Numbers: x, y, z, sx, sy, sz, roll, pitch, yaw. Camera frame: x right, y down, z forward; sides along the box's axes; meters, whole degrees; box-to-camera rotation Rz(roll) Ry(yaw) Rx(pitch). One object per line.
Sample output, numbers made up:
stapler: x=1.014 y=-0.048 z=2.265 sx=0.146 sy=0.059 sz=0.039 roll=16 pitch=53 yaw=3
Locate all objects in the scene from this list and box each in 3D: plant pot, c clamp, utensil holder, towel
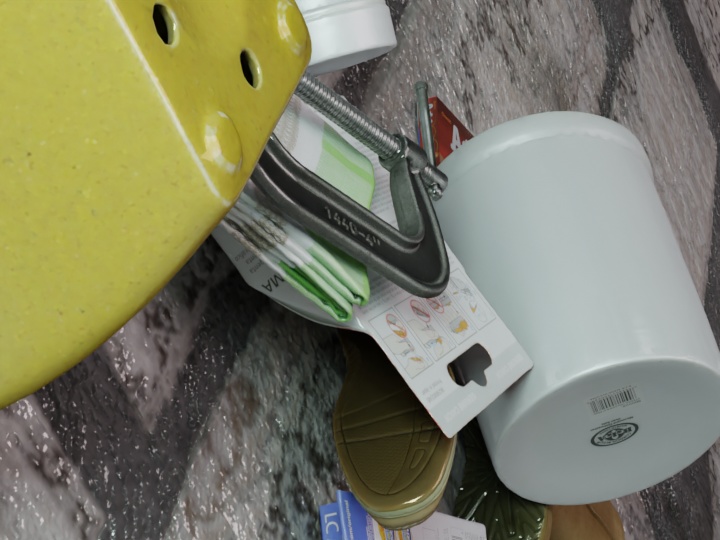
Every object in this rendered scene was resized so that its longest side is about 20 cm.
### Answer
plant pot: x=-0.133 y=-0.070 z=0.556 sx=0.197 sy=0.198 sz=0.195 roll=63 pitch=27 yaw=-27
c clamp: x=-0.012 y=-0.067 z=0.843 sx=0.199 sy=0.027 sz=0.172 roll=28 pitch=39 yaw=-46
utensil holder: x=0.137 y=0.027 z=1.059 sx=0.170 sy=0.169 sz=0.201 roll=44 pitch=24 yaw=-48
towel: x=-0.066 y=-0.080 z=0.812 sx=0.200 sy=0.031 sz=0.150 roll=40 pitch=29 yaw=-23

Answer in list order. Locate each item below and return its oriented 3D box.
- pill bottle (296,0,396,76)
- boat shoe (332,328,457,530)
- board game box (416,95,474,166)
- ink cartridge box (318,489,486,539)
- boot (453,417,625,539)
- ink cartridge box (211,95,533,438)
pill bottle: x=-0.045 y=-0.214 z=0.927 sx=0.112 sy=0.111 sz=0.202 roll=-19 pitch=95 yaw=-65
boat shoe: x=0.023 y=0.080 z=0.926 sx=0.201 sy=0.073 sz=0.067 roll=-92 pitch=168 yaw=-54
board game box: x=0.097 y=-0.042 z=1.245 sx=0.200 sy=0.019 sz=0.104 roll=38 pitch=42 yaw=-53
ink cartridge box: x=0.027 y=0.199 z=0.940 sx=0.200 sy=0.042 sz=0.121 roll=31 pitch=49 yaw=-61
boot: x=0.138 y=0.187 z=1.152 sx=0.200 sy=0.066 sz=0.176 roll=53 pitch=33 yaw=-42
ink cartridge box: x=0.000 y=0.000 z=0.903 sx=0.201 sy=0.057 sz=0.162 roll=58 pitch=25 yaw=3
